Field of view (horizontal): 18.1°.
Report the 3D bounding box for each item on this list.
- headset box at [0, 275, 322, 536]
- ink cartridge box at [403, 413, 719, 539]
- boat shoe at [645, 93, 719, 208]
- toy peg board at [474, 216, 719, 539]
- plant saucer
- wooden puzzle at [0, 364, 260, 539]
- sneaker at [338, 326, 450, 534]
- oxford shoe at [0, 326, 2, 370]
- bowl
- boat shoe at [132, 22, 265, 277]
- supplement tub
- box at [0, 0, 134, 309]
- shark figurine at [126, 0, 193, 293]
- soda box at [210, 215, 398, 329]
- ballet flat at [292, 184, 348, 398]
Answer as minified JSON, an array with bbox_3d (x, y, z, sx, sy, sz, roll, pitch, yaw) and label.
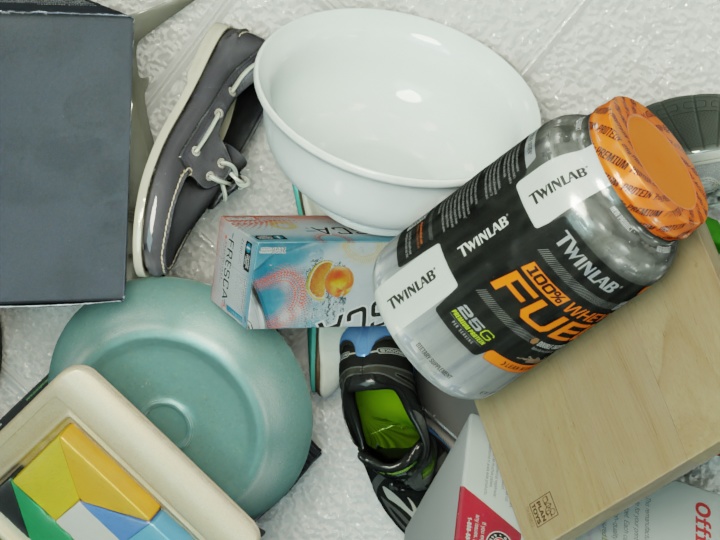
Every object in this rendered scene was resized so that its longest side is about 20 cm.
[{"bbox_3d":[-0.153,0.138,1.704,0.174,0.093,0.200,-43,90,21],"label":"headset box"},{"bbox_3d":[0.137,0.221,1.568,0.199,0.146,0.145,18,133,-7],"label":"ink cartridge box"},{"bbox_3d":[0.198,-0.067,1.560,0.200,0.075,0.065,-16,124,11],"label":"boat shoe"},{"bbox_3d":[0.182,0.061,1.509,0.199,0.097,0.201,-35,57,29],"label":"toy peg board"},{"bbox_3d":[-0.134,0.104,1.608,0.198,0.036,0.202,5,113,11],"label":"plant saucer"},{"bbox_3d":[-0.187,0.176,1.615,0.185,0.037,0.200,44,135,-5],"label":"wooden puzzle"},{"bbox_3d":[0.023,0.130,1.640,0.070,0.083,0.201,-8,127,16],"label":"sneaker"},{"bbox_3d":[-0.332,0.014,1.730,0.072,0.084,0.201,-14,102,17],"label":"oxford shoe"},{"bbox_3d":[0.017,-0.088,1.557,0.200,0.201,0.091,23,129,9],"label":"bowl"},{"bbox_3d":[-0.106,-0.083,1.600,0.062,0.073,0.201,15,68,11],"label":"boat shoe"},{"bbox_3d":[0.115,-0.016,1.441,0.200,0.122,0.123,-37,92,28],"label":"supplement tub"},{"bbox_3d":[-0.245,-0.093,1.595,0.123,0.196,0.202,-2,103,-21],"label":"box"},{"bbox_3d":[-0.153,-0.089,1.668,0.089,0.128,0.216,2,88,-10],"label":"shark figurine"},{"bbox_3d":[0.000,0.000,1.577,0.199,0.068,0.064,-1,108,-27],"label":"soda box"},{"bbox_3d":[-0.013,-0.005,1.647,0.069,0.069,0.202,-1,103,17],"label":"ballet flat"}]
